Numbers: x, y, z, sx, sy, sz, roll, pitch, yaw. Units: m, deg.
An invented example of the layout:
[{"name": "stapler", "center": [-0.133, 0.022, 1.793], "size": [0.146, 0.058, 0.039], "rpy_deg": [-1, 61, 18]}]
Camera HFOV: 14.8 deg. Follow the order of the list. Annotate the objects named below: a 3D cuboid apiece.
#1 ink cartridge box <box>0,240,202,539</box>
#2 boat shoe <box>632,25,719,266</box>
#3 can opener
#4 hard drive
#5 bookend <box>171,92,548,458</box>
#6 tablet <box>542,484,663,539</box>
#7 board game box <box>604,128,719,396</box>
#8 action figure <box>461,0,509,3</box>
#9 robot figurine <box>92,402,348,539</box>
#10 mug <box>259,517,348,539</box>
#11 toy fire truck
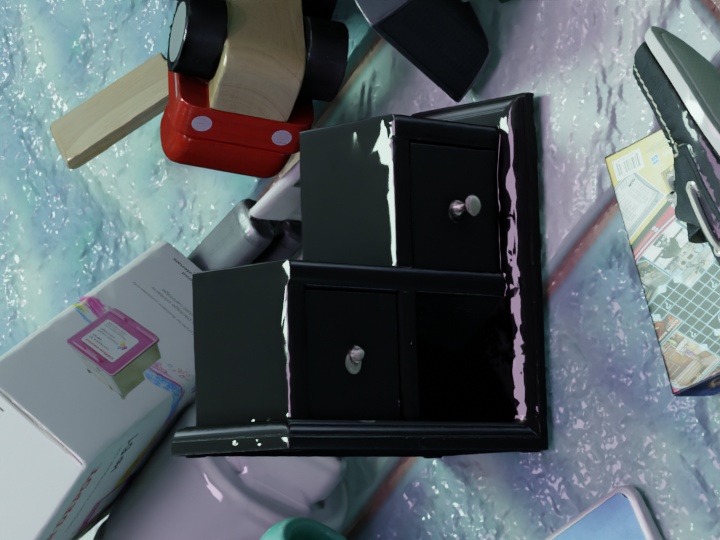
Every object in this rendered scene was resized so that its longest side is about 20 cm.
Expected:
[{"name": "ink cartridge box", "center": [-0.165, 0.090, 1.595], "size": [0.085, 0.200, 0.145], "rpy_deg": [41, 126, 8]}, {"name": "boat shoe", "center": [0.182, -0.032, 1.356], "size": [0.060, 0.076, 0.200], "rpy_deg": [-44, 58, 25]}, {"name": "can opener", "center": [-0.053, -0.008, 1.637], "size": [0.200, 0.053, 0.067], "rpy_deg": [-45, 58, 33]}, {"name": "hard drive", "center": [0.001, -0.197, 1.552], "size": [0.042, 0.135, 0.200], "rpy_deg": [-35, 61, 12]}, {"name": "bookend", "center": [0.000, 0.000, 1.487], "size": [0.092, 0.199, 0.200], "rpy_deg": [-8, 81, 45]}, {"name": "tablet", "center": [0.103, 0.218, 1.502], "size": [0.200, 0.014, 0.130], "rpy_deg": [-40, 61, 33]}, {"name": "board game box", "center": [0.223, -0.033, 1.393], "size": [0.200, 0.035, 0.136], "rpy_deg": [-27, 69, 38]}, {"name": "action figure", "center": [0.128, -0.196, 1.458], "size": [0.200, 0.118, 0.055], "rpy_deg": [-16, 52, 30]}, {"name": "robot figurine", "center": [-0.084, 0.153, 1.614], "size": [0.200, 0.113, 0.170], "rpy_deg": [-52, 15, 28]}, {"name": "mug", "center": [0.021, 0.225, 1.492], "size": [0.152, 0.114, 0.185], "rpy_deg": [-6, 81, 43]}, {"name": "toy fire truck", "center": [-0.099, -0.114, 1.635], "size": [0.176, 0.128, 0.200], "rpy_deg": [-96, 21, -45]}]
